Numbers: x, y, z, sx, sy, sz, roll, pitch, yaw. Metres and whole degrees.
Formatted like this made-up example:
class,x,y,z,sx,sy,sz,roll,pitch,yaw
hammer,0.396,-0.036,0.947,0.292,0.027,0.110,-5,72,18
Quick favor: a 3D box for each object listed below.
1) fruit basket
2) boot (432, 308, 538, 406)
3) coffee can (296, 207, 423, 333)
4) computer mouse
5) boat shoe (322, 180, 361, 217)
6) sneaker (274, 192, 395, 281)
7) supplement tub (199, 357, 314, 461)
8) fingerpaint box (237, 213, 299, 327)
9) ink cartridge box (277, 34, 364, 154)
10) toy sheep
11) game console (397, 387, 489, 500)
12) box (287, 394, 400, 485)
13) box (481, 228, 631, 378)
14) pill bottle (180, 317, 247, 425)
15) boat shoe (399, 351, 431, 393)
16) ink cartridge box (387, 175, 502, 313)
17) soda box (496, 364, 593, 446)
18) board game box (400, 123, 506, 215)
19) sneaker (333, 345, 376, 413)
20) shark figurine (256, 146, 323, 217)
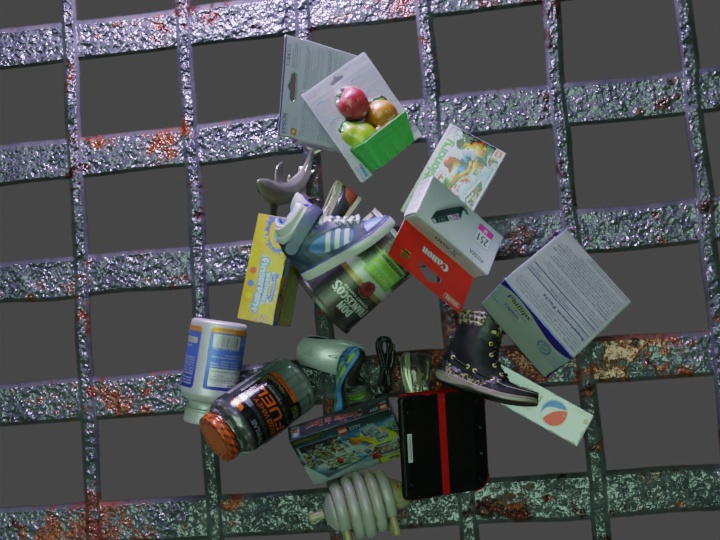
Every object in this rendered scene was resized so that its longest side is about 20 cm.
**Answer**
class,x,y,z,sx,sy,sz,roll,pitch,yaw
fruit basket,0.002,-0.295,1.739,0.185,0.094,0.200,-42,96,-30
boot,0.245,0.160,1.653,0.200,0.073,0.151,13,77,29
coffee can,0.000,0.000,1.716,0.200,0.146,0.146,-42,82,2
computer mouse,-0.032,0.173,1.757,0.200,0.044,0.110,7,87,7
boat shoe,-0.073,-0.089,1.742,0.063,0.071,0.200,39,63,-8
sneaker,-0.056,-0.087,1.607,0.200,0.081,0.147,-30,96,6
supplement tub,-0.194,0.262,1.691,0.200,0.123,0.123,-34,81,-31
fingerpaint box,-0.165,0.003,1.726,0.073,0.167,0.200,11,88,8
ink cartridge box,-0.078,-0.335,1.744,0.200,0.043,0.197,8,84,-35
toy sheep,0.001,0.443,1.690,0.200,0.138,0.138,-13,84,-12
game console,0.156,0.323,1.690,0.177,0.031,0.200,-4,91,-16
box,-0.020,0.323,1.707,0.200,0.038,0.137,-19,126,5
box,0.356,0.059,1.643,0.200,0.105,0.184,-35,80,-34
pill bottle,-0.288,0.197,1.753,0.112,0.112,0.200,8,87,8
boat shoe,0.122,0.251,1.718,0.073,0.074,0.200,-9,86,6
ink cartridge box,0.160,-0.047,1.671,0.200,0.044,0.174,38,59,-24
soda box,0.331,0.251,1.697,0.200,0.064,0.068,29,89,9
board game box,0.181,-0.170,1.763,0.126,0.035,0.200,29,90,9
sneaker,-0.008,0.226,1.713,0.083,0.071,0.200,2,120,-3
shark figurine,-0.115,-0.172,1.764,0.089,0.128,0.215,15,43,27
